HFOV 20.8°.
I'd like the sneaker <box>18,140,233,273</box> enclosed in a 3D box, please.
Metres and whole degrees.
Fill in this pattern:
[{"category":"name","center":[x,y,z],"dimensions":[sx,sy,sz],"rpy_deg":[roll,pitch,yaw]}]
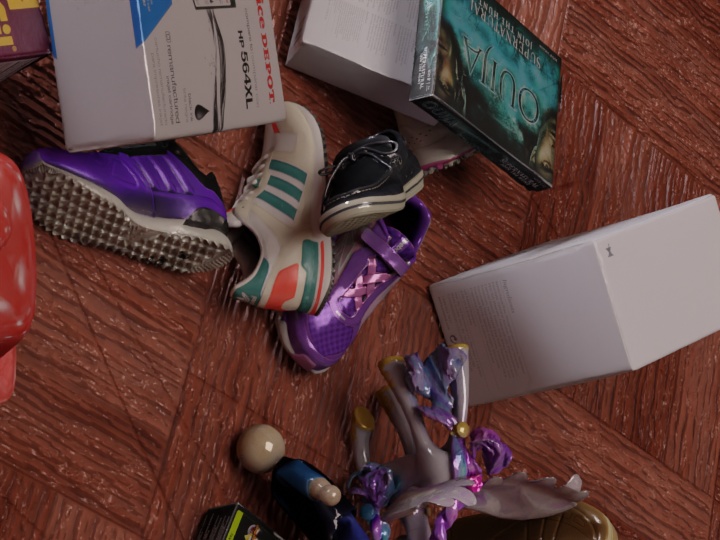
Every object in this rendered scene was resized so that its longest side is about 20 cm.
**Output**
[{"category":"sneaker","center":[-0.184,-0.071,1.527],"dimensions":[0.199,0.069,0.100],"rpy_deg":[23,54,-43]}]

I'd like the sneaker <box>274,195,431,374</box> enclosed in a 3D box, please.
[{"category":"sneaker","center":[0.000,0.000,1.666],"dimensions":[0.081,0.088,0.201],"rpy_deg":[50,49,-23]}]

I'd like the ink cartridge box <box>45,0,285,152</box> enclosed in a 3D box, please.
[{"category":"ink cartridge box","center":[-0.144,-0.172,1.481],"dimensions":[0.200,0.084,0.147],"rpy_deg":[-19,102,-62]}]

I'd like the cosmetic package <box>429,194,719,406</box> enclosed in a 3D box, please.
[{"category":"cosmetic package","center":[0.210,0.028,1.785],"dimensions":[0.199,0.199,0.124],"rpy_deg":[-19,90,-46]}]

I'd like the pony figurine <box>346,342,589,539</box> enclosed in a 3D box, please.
[{"category":"pony figurine","center":[0.065,0.165,1.601],"dimensions":[0.165,0.193,0.202],"rpy_deg":[6,64,-34]}]

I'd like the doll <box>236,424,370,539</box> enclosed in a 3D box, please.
[{"category":"doll","center":[-0.026,0.198,1.551],"dimensions":[0.048,0.137,0.200],"rpy_deg":[-37,74,-14]}]

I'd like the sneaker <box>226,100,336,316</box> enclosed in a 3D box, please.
[{"category":"sneaker","center":[-0.077,-0.057,1.619],"dimensions":[0.093,0.070,0.201],"rpy_deg":[3,61,-18]}]

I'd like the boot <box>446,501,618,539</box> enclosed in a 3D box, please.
[{"category":"boot","center":[0.169,0.263,1.669],"dimensions":[0.155,0.199,0.073],"rpy_deg":[39,51,-31]}]

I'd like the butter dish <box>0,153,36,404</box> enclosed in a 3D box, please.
[{"category":"butter dish","center":[-0.292,-0.016,1.336],"dimensions":[0.198,0.147,0.202],"rpy_deg":[5,73,-45]}]

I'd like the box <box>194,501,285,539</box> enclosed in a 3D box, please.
[{"category":"box","center":[-0.076,0.315,1.519],"dimensions":[0.193,0.047,0.201],"rpy_deg":[40,52,-27]}]

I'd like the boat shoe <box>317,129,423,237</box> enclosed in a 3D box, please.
[{"category":"boat shoe","center":[0.004,-0.072,1.583],"dimensions":[0.063,0.074,0.200],"rpy_deg":[68,18,-8]}]

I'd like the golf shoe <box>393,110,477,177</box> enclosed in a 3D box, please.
[{"category":"golf shoe","center":[0.102,-0.162,1.833],"dimensions":[0.200,0.075,0.092],"rpy_deg":[-36,98,-45]}]

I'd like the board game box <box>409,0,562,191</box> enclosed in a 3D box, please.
[{"category":"board game box","center":[0.115,-0.171,1.747],"dimensions":[0.200,0.028,0.136],"rpy_deg":[31,57,-47]}]

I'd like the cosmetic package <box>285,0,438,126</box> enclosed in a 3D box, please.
[{"category":"cosmetic package","center":[0.026,-0.248,1.766],"dimensions":[0.150,0.052,0.201],"rpy_deg":[20,61,-14]}]

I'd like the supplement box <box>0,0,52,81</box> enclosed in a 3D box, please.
[{"category":"supplement box","center":[-0.335,-0.188,1.380],"dimensions":[0.199,0.103,0.132],"rpy_deg":[-15,88,-47]}]
